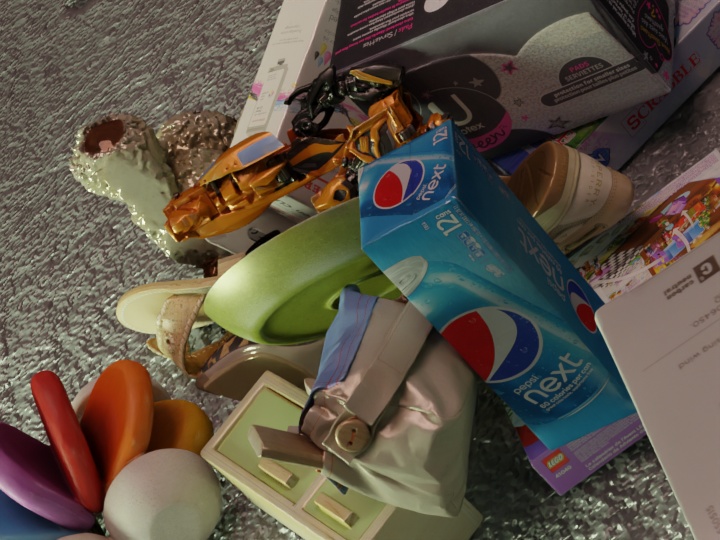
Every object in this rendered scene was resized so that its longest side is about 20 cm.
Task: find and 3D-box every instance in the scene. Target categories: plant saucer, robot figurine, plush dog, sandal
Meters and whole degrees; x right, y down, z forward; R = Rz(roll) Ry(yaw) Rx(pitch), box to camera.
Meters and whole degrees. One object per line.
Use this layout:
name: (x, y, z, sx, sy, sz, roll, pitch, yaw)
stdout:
plant saucer: (0.000, 0.000, 1.212, 0.199, 0.200, 0.031, -29, 74, 21)
robot figurine: (-0.024, -0.048, 1.293, 0.199, 0.145, 0.058, -29, 14, 17)
plush dog: (-0.119, -0.072, 1.545, 0.199, 0.161, 0.172, -9, 24, 1)
sandal: (-0.117, 0.045, 1.442, 0.211, 0.077, 0.070, -21, 58, 46)

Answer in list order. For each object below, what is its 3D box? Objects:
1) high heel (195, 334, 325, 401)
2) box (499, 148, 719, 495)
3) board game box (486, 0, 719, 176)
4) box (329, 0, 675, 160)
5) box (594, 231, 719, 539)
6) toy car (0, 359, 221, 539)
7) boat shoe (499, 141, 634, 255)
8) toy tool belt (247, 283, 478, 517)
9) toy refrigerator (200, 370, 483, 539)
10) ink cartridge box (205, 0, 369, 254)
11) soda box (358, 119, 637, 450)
high heel: (-0.022, 0.023, 1.379, 0.199, 0.071, 0.143, -16, 37, 29)
box: (0.171, 0.029, 1.189, 0.200, 0.039, 0.137, -37, 34, 11)
board game box: (0.156, -0.148, 1.392, 0.200, 0.041, 0.200, -46, 34, -2)
box: (0.098, -0.163, 1.314, 0.199, 0.132, 0.115, -18, 45, 33)
box: (0.256, 0.071, 0.937, 0.199, 0.171, 0.200, -35, 34, 13)
toy car: (-0.205, 0.146, 1.357, 0.200, 0.150, 0.175, -44, 34, 0)
boat shoe: (0.114, -0.030, 1.263, 0.200, 0.065, 0.073, 140, 142, -68)
toy tool belt: (0.008, 0.059, 1.144, 0.122, 0.125, 0.200, 5, 28, 6)
toy refrigerator: (-0.018, 0.135, 1.246, 0.076, 0.070, 0.200, -50, 35, -10)
ink cartridge box: (-0.025, -0.094, 1.418, 0.067, 0.116, 0.201, 4, 72, 56)
soda box: (0.079, 0.012, 1.088, 0.064, 0.200, 0.068, -28, 38, 22)
